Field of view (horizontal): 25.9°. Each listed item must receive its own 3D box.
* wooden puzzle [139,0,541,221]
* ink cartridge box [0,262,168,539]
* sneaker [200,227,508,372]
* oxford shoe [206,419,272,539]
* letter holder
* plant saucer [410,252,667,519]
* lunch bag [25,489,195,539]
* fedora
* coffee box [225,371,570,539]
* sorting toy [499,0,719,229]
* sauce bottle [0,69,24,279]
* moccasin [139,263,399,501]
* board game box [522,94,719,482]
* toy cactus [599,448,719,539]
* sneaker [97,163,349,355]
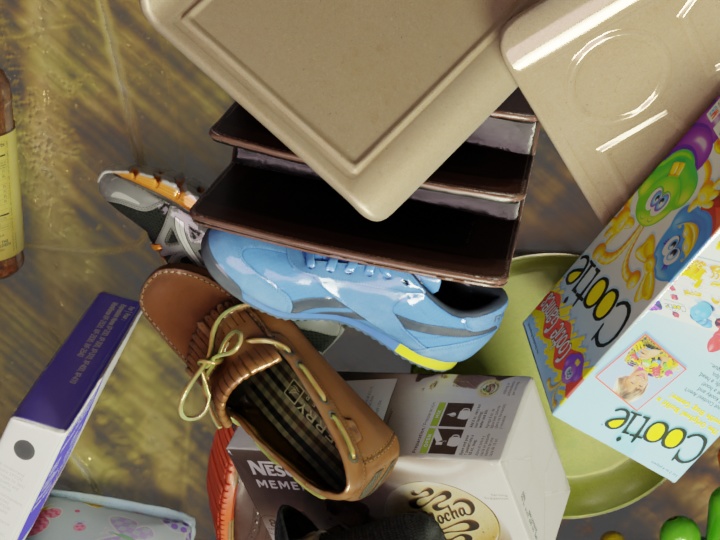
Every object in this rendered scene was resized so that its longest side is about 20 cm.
[{"bbox_3d":[-0.002,-0.154,0.941,0.200,0.037,0.185,43,75,6],"label":"wooden puzzle"},{"bbox_3d":[-0.203,0.096,1.053,0.043,0.198,0.200,29,113,-5],"label":"ink cartridge box"},{"bbox_3d":[0.000,0.000,0.989,0.200,0.066,0.078,21,138,-20],"label":"sneaker"},{"bbox_3d":[-0.074,0.181,1.145,0.072,0.071,0.200,-2,117,-12],"label":"oxford shoe"},{"bbox_3d":[0.007,-0.072,0.977,0.199,0.142,0.101,12,113,5],"label":"letter holder"},{"bbox_3d":[0.134,0.076,1.075,0.199,0.031,0.201,4,112,9],"label":"plant saucer"},{"bbox_3d":[-0.235,0.244,1.126,0.199,0.170,0.127,9,125,8],"label":"lunch bag"},{"bbox_3d":[0.024,0.212,0.978,0.091,0.201,0.201,-27,105,4],"label":"fedora"},{"bbox_3d":[0.026,0.133,1.050,0.200,0.080,0.113,0,131,27],"label":"coffee box"},{"bbox_3d":[0.202,-0.117,0.952,0.185,0.037,0.200,-30,124,10],"label":"sorting toy"},{"bbox_3d":[-0.265,-0.093,1.062,0.066,0.066,0.201,3,110,9],"label":"sauce bottle"},{"bbox_3d":[-0.067,0.070,0.979,0.201,0.078,0.074,48,113,17],"label":"moccasin"},{"bbox_3d":[0.206,0.010,0.951,0.105,0.103,0.200,30,114,-22],"label":"board game box"},{"bbox_3d":[0.238,0.201,1.073,0.200,0.102,0.165,-21,138,24],"label":"toy cactus"},{"bbox_3d":[-0.094,-0.004,1.051,0.200,0.078,0.077,33,99,-4],"label":"sneaker"}]
